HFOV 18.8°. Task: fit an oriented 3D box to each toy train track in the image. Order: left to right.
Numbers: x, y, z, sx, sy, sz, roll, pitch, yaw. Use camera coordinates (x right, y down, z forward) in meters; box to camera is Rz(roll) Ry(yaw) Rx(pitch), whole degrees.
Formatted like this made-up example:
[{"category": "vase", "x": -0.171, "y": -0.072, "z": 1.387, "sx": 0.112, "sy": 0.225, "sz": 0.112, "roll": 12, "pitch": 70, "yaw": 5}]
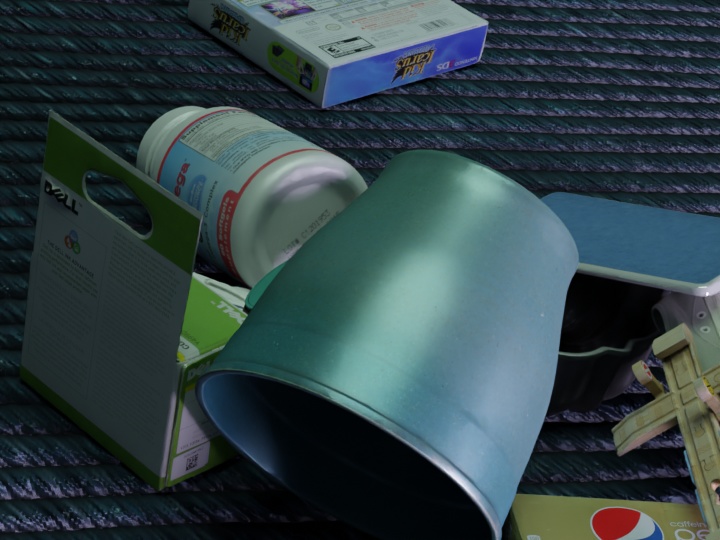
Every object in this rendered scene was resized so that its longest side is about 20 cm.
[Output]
[{"category": "toy train track", "x": 0.202, "y": 0.098, "z": 1.312, "sx": 0.033, "sy": 0.114, "sz": 0.201, "roll": 46, "pitch": 22, "yaw": -34}]

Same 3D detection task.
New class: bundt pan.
[{"category": "bundt pan", "x": 0.115, "y": 0.032, "z": 1.526, "sx": 0.200, "sy": 0.076, "sz": 0.202, "roll": 8, "pitch": 31, "yaw": -5}]

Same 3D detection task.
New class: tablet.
[{"category": "tablet", "x": 0.181, "y": -0.019, "z": 1.491, "sx": 0.199, "sy": 0.014, "sz": 0.130, "roll": 11, "pitch": 24, "yaw": 37}]

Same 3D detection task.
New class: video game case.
[{"category": "video game case", "x": -0.020, "y": -0.220, "z": 1.921, "sx": 0.199, "sy": 0.046, "sz": 0.181, "roll": -19, "pitch": 44, "yaw": -41}]

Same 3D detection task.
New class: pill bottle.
[{"category": "pill bottle", "x": -0.082, "y": -0.054, "z": 1.548, "sx": 0.108, "sy": 0.110, "sz": 0.200, "roll": -8, "pitch": 20, "yaw": -29}]

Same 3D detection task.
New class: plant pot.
[{"category": "plant pot", "x": 0.032, "y": 0.039, "z": 1.299, "sx": 0.199, "sy": 0.200, "sz": 0.189, "roll": 22, "pitch": 67, "yaw": 17}]

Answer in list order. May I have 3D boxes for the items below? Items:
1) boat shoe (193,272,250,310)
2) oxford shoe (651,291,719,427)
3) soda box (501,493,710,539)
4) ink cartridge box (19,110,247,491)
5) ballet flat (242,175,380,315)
[{"category": "boat shoe", "x": -0.088, "y": 0.038, "z": 1.453, "sx": 0.199, "sy": 0.074, "sz": 0.065, "roll": 26, "pitch": 38, "yaw": 20}, {"category": "oxford shoe", "x": 0.229, "y": 0.081, "z": 1.396, "sx": 0.057, "sy": 0.075, "sz": 0.201, "roll": -22, "pitch": 38, "yaw": 10}, {"category": "soda box", "x": 0.182, "y": 0.184, "z": 1.310, "sx": 0.198, "sy": 0.068, "sz": 0.064, "roll": 4, "pitch": 31, "yaw": -12}, {"category": "ink cartridge box", "x": -0.133, "y": 0.011, "z": 1.357, "sx": 0.147, "sy": 0.201, "sz": 0.076, "roll": 34, "pitch": 37, "yaw": 32}, {"category": "ballet flat", "x": 0.000, "y": 0.000, "z": 1.431, "sx": 0.069, "sy": 0.070, "sz": 0.200, "roll": 28, "pitch": 48, "yaw": 25}]
